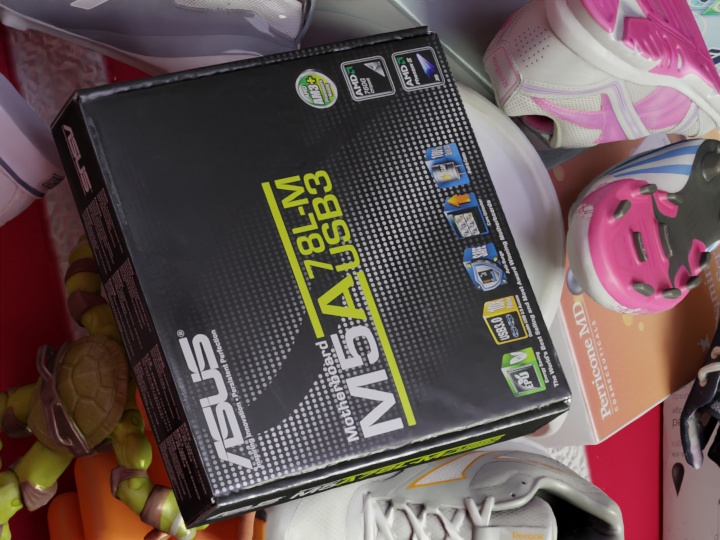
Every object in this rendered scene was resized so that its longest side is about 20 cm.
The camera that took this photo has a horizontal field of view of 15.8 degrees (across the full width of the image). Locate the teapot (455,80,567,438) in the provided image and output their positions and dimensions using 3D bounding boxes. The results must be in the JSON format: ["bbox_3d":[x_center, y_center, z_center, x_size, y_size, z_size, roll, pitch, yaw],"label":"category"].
[{"bbox_3d":[0.003,-0.003,1.321,0.197,0.146,0.201,-8,83,-20],"label":"teapot"}]

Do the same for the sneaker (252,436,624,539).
[{"bbox_3d":[0.041,0.115,1.223,0.199,0.092,0.076,-4,102,-37],"label":"sneaker"}]

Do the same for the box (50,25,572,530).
[{"bbox_3d":[-0.021,-0.002,1.185,0.192,0.048,0.201,-11,75,-31],"label":"box"}]

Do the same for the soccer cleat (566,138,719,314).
[{"bbox_3d":[0.137,-0.017,1.327,0.200,0.086,0.070,-28,102,-59],"label":"soccer cleat"}]

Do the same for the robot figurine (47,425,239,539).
[{"bbox_3d":[-0.054,0.137,1.296,0.199,0.117,0.145,7,98,-27],"label":"robot figurine"}]

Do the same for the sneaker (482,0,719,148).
[{"bbox_3d":[0.122,-0.104,1.311,0.200,0.088,0.082,19,46,-58],"label":"sneaker"}]

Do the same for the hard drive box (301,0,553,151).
[{"bbox_3d":[0.001,-0.142,1.355,0.200,0.156,0.077,38,63,-32],"label":"hard drive box"}]

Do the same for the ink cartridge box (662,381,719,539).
[{"bbox_3d":[0.260,0.158,1.567,0.084,0.144,0.201,6,82,-40],"label":"ink cartridge box"}]

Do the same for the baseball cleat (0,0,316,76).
[{"bbox_3d":[-0.119,-0.149,1.251,0.199,0.070,0.107,23,98,-4],"label":"baseball cleat"}]

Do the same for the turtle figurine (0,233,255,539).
[{"bbox_3d":[-0.128,0.074,1.201,0.064,0.161,0.201,12,52,-53],"label":"turtle figurine"}]

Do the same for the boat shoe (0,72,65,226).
[{"bbox_3d":[-0.224,-0.101,1.206,0.070,0.071,0.200,-39,98,8],"label":"boat shoe"}]

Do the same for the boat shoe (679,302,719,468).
[{"bbox_3d":[0.224,0.036,1.410,0.093,0.074,0.200,-47,151,-33],"label":"boat shoe"}]

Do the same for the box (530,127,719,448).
[{"bbox_3d":[0.125,-0.001,1.470,0.200,0.106,0.153,-28,106,-48],"label":"box"}]

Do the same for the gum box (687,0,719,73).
[{"bbox_3d":[0.161,-0.145,1.466,0.169,0.200,0.045,4,73,-41],"label":"gum box"}]
